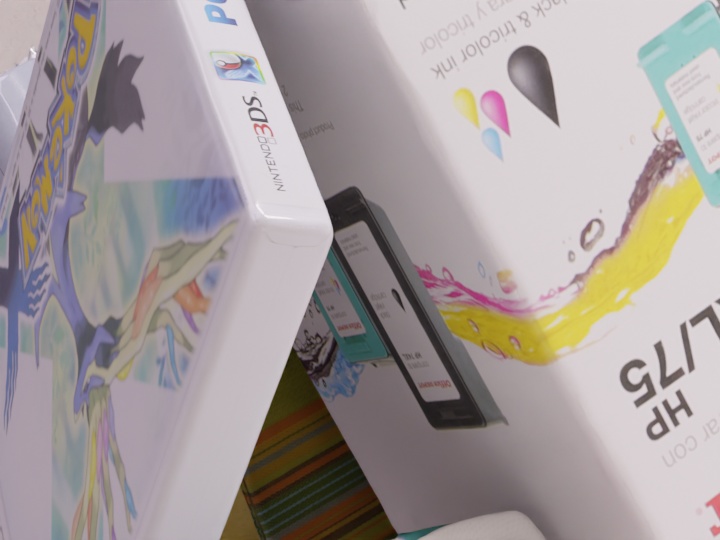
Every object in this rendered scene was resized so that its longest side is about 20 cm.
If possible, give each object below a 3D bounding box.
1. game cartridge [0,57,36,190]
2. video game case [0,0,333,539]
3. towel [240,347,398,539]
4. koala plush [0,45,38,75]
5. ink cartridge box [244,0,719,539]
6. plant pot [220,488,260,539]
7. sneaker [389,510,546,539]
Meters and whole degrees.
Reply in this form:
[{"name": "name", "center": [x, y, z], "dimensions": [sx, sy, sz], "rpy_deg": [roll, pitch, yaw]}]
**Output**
[{"name": "game cartridge", "center": [-0.031, -0.035, 0.765], "dimensions": [0.199, 0.134, 0.041], "rpy_deg": [-12, -38, -37]}, {"name": "video game case", "center": [-0.066, 0.011, 0.554], "dimensions": [0.022, 0.183, 0.201], "rpy_deg": [6, -53, -23]}, {"name": "towel", "center": [-0.017, 0.011, 0.665], "dimensions": [0.086, 0.201, 0.018], "rpy_deg": [-28, 17, -29]}, {"name": "koala plush", "center": [-0.075, -0.072, 0.947], "dimensions": [0.183, 0.178, 0.200], "rpy_deg": [2, 41, 51]}, {"name": "ink cartridge box", "center": [0.059, -0.026, 0.593], "dimensions": [0.146, 0.201, 0.146], "rpy_deg": [-33, 8, -24]}, {"name": "plant pot", "center": [-0.082, 0.054, 0.826], "dimensions": [0.143, 0.199, 0.200], "rpy_deg": [-59, -8, 25]}, {"name": "sneaker", "center": [0.005, 0.096, 0.464], "dimensions": [0.093, 0.071, 0.200], "rpy_deg": [-36, 2, 9]}]
